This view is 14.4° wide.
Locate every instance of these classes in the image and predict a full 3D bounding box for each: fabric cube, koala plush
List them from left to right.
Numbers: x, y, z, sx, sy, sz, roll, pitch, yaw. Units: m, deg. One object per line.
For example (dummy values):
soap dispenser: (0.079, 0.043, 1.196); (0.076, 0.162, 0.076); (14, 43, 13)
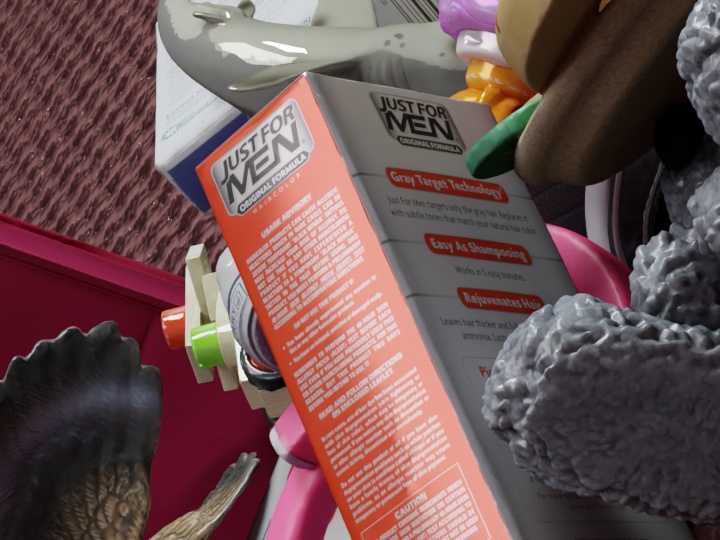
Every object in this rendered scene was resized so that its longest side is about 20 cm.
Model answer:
fabric cube: (-0.161, 0.089, 1.431); (0.200, 0.199, 0.196); (-69, 22, 3)
koala plush: (0.153, -0.004, 0.910); (0.178, 0.183, 0.200); (-61, 4, 16)

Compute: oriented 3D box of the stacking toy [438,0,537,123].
stacking toy: (0.066, -0.106, 1.035); (0.116, 0.109, 0.201); (43, -113, -71)

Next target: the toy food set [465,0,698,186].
toy food set: (0.110, -0.102, 0.925); (0.200, 0.049, 0.198); (-43, -11, -23)

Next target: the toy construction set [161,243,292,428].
toy construction set: (0.000, 0.000, 1.189); (0.199, 0.092, 0.132); (-24, 49, 17)

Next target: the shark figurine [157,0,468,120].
shark figurine: (-0.037, -0.074, 1.175); (0.214, 0.128, 0.090); (21, 127, 43)

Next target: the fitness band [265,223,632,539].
fitness band: (0.032, 0.073, 1.029); (0.200, 0.037, 0.144); (-48, 41, 19)

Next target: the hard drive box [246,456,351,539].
hard drive box: (-0.003, 0.171, 1.177); (0.201, 0.077, 0.156); (-68, 24, 5)

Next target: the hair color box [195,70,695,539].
hair color box: (0.032, 0.038, 0.931); (0.061, 0.101, 0.201); (-38, 63, 32)

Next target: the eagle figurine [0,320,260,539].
eagle figurine: (-0.097, 0.146, 1.161); (0.152, 0.150, 0.201); (119, 146, -46)

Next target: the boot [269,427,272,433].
boot: (-0.016, -0.002, 1.350); (0.145, 0.072, 0.200); (-60, 29, 28)

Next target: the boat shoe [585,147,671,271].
boat shoe: (0.150, -0.074, 1.045); (0.201, 0.072, 0.068); (-61, 25, 7)

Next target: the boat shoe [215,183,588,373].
boat shoe: (0.034, -0.030, 1.099); (0.067, 0.199, 0.074); (-126, 18, -54)

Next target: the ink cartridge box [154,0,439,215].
ink cartridge box: (-0.013, -0.132, 1.339); (0.196, 0.043, 0.200); (-39, 20, 13)
